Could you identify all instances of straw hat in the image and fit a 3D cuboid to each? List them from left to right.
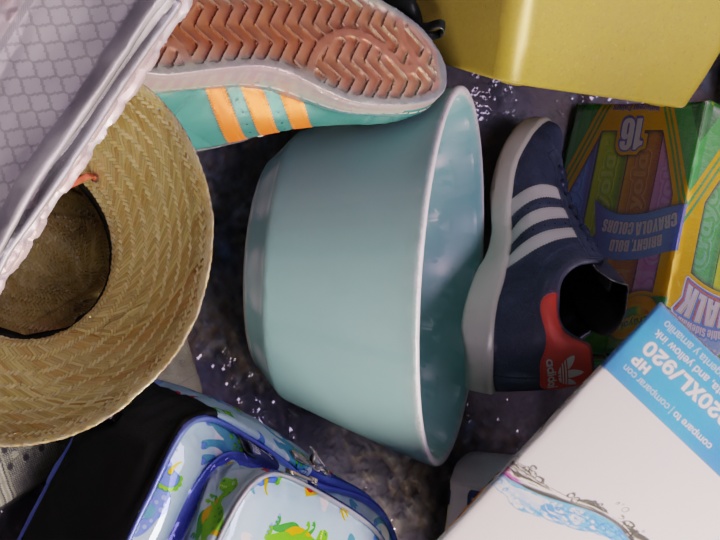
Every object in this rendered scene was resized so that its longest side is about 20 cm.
[{"bbox_3d":[-0.156,-0.009,1.267,0.199,0.085,0.203,-2,77,8],"label":"straw hat"}]

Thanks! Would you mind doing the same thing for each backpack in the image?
[{"bbox_3d":[-0.070,0.170,1.381,0.200,0.146,0.184,28,86,-46],"label":"backpack"}]

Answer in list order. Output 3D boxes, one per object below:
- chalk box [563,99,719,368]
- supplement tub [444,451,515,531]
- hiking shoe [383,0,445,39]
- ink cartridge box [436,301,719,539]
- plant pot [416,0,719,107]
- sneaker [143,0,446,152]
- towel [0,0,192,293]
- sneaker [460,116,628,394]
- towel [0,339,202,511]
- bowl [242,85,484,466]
[{"bbox_3d":[0.189,0.012,1.582,0.124,0.123,0.202,15,83,-35],"label":"chalk box"},{"bbox_3d":[0.112,0.210,1.523,0.144,0.145,0.202,8,87,-35],"label":"supplement tub"},{"bbox_3d":[-0.054,-0.145,1.405,0.199,0.087,0.075,18,44,-41],"label":"hiking shoe"},{"bbox_3d":[0.136,0.141,1.377,0.145,0.147,0.200,43,91,7],"label":"ink cartridge box"},{"bbox_3d":[0.111,-0.193,1.486,0.199,0.200,0.178,5,100,-35],"label":"plant pot"},{"bbox_3d":[-0.057,-0.100,1.350,0.199,0.080,0.072,5,62,-25],"label":"sneaker"},{"bbox_3d":[-0.204,-0.097,1.233,0.190,0.032,0.201,31,83,14],"label":"towel"},{"bbox_3d":[0.112,-0.007,1.510,0.075,0.084,0.201,82,17,-47],"label":"sneaker"},{"bbox_3d":[-0.188,0.016,1.375,0.192,0.034,0.201,-28,105,-34],"label":"towel"},{"bbox_3d":[0.000,0.000,1.428,0.201,0.104,0.203,3,90,-80],"label":"bowl"}]
